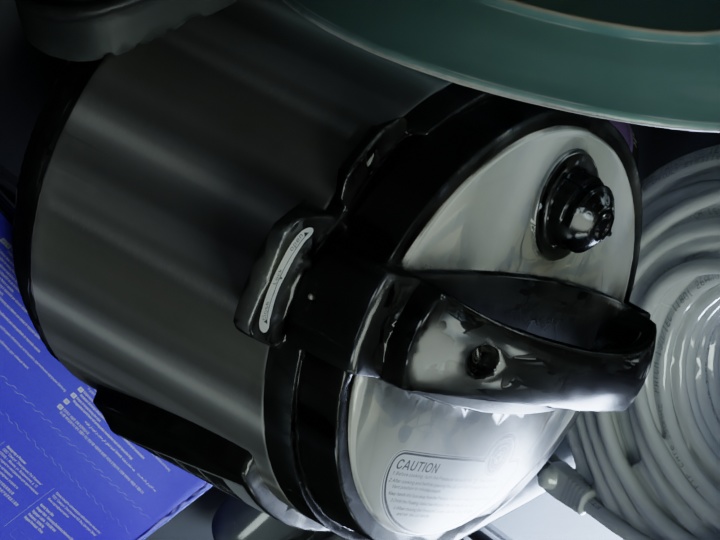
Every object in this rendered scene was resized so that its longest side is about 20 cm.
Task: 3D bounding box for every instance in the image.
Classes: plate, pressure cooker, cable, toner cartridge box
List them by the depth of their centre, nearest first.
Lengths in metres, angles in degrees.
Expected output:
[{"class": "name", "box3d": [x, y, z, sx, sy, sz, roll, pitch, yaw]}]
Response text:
[{"class": "plate", "box3d": [0.066, -0.093, 0.965, 0.200, 0.200, 0.026, -2, 115, -34]}, {"class": "pressure cooker", "box3d": [0.001, -0.003, 0.966, 0.176, 0.200, 0.179, -41, 142, -31]}, {"class": "toner cartridge box", "box3d": [-0.133, 0.042, 1.058, 0.095, 0.043, 0.200, -39, 139, -1]}, {"class": "cable", "box3d": [0.169, 0.047, 1.125, 0.069, 0.200, 0.200, -14, 138, -46]}]

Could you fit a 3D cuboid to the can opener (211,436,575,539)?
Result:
[{"class": "can opener", "box3d": [0.031, 0.082, 1.202, 0.200, 0.053, 0.067, -28, 139, -13]}]

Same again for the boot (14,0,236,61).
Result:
[{"class": "boot", "box3d": [-0.042, -0.178, 0.897, 0.200, 0.076, 0.168, -29, 132, -26]}]

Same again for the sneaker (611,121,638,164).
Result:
[{"class": "sneaker", "box3d": [0.041, 0.013, 1.135, 0.200, 0.076, 0.087, -50, 143, 14]}]
